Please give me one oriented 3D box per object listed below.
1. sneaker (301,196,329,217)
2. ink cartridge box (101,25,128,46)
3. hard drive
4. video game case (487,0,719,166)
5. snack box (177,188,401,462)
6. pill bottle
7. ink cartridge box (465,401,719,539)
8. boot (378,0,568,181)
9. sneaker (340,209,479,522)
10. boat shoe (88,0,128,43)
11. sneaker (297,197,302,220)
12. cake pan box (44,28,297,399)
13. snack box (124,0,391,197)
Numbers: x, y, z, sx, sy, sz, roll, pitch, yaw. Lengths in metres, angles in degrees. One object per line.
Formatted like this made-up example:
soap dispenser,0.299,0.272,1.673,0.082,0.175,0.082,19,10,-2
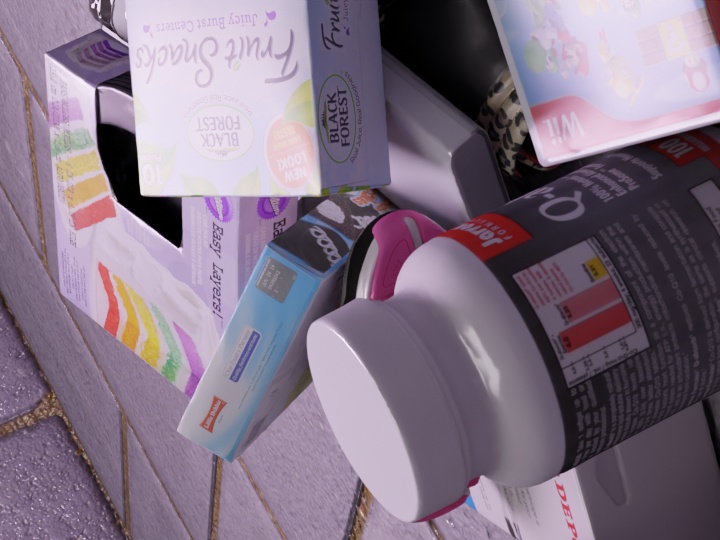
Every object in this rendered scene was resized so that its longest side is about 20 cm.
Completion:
sneaker,0.000,0.000,1.174,0.070,0.094,0.200,6,138,22
ink cartridge box,-0.101,-0.125,1.252,0.145,0.087,0.200,53,135,34
hard drive,0.004,-0.083,1.006,0.200,0.026,0.132,42,167,33
video game case,0.091,-0.151,0.819,0.143,0.017,0.201,-12,98,61
snack box,-0.026,0.015,1.044,0.037,0.200,0.116,30,112,8
pill bottle,0.086,0.024,0.833,0.116,0.199,0.116,54,159,31
ink cartridge box,0.103,0.072,1.044,0.200,0.084,0.147,26,137,63
boot,0.049,-0.102,0.995,0.154,0.073,0.204,57,162,17
sneaker,0.013,0.042,1.007,0.087,0.074,0.200,43,153,41
boat shoe,-0.114,-0.234,1.146,0.064,0.071,0.201,33,105,39
sneaker,-0.016,-0.023,1.270,0.073,0.084,0.200,63,160,12
cake pan box,-0.115,-0.026,1.165,0.184,0.052,0.201,34,138,30
snack box,-0.057,-0.138,0.947,0.142,0.053,0.201,3,100,47
